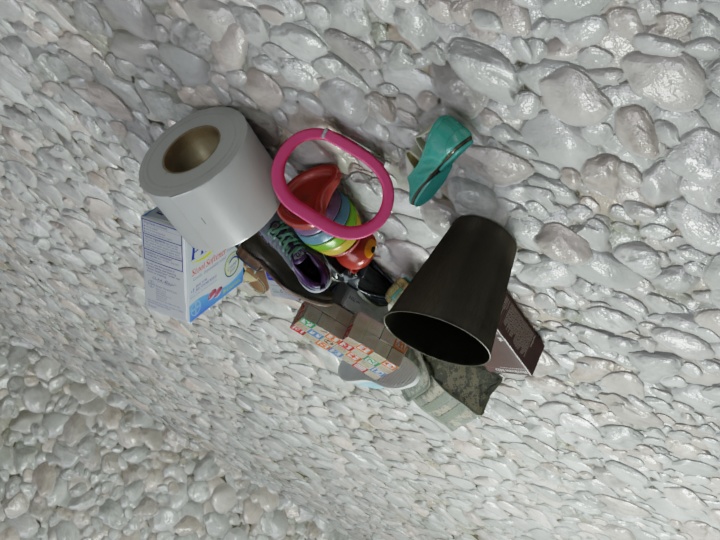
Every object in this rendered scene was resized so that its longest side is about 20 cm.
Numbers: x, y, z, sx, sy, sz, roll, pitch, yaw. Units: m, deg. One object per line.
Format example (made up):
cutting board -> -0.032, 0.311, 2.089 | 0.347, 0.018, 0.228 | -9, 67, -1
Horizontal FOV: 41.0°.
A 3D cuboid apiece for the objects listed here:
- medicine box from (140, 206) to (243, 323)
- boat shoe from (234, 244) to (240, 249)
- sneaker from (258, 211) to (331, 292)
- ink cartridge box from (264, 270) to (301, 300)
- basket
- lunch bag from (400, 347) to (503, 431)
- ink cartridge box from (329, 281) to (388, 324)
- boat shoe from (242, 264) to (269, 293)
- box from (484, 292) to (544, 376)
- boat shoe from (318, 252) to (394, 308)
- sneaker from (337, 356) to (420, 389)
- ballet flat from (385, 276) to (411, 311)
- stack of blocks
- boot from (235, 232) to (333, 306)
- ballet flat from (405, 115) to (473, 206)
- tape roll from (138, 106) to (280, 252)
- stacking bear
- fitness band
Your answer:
medicine box -> -0.308, -0.037, 1.791 | 0.103, 0.182, 0.201 | 18, 123, 22
boat shoe -> -0.212, -0.102, 1.758 | 0.057, 0.068, 0.201 | 37, 140, 38
sneaker -> -0.115, -0.050, 1.659 | 0.200, 0.074, 0.088 | 51, 177, -4
ink cartridge box -> -0.156, -0.043, 1.807 | 0.095, 0.037, 0.201 | 6, 117, 52
basket -> 0.158, 0.026, 1.503 | 0.180, 0.200, 0.136 | 14, 151, 28
lunch bag -> 0.157, 0.216, 1.934 | 0.200, 0.118, 0.164 | 37, 153, -2
ink cartridge box -> -0.012, 0.092, 1.911 | 0.146, 0.086, 0.200 | 36, 151, -17
boat shoe -> -0.245, -0.012, 1.969 | 0.075, 0.074, 0.200 | 13, 149, 30
box -> 0.234, 0.100, 1.702 | 0.100, 0.075, 0.200 | 1, 144, 43
boat shoe -> -0.001, 0.002, 1.758 | 0.066, 0.075, 0.199 | -9, 135, 48
sneaker -> 0.052, 0.203, 1.930 | 0.199, 0.074, 0.082 | 3, 169, 43
ballet flat -> 0.088, 0.075, 1.769 | 0.070, 0.071, 0.200 | 17, 162, 23
stack of blocks -> -0.021, 0.121, 1.807 | 0.200, 0.059, 0.115 | 31, 154, -10
boot -> -0.119, -0.019, 1.726 | 0.199, 0.097, 0.075 | 31, -163, -1
ballet flat -> 0.103, -0.164, 1.394 | 0.070, 0.067, 0.200 | 52, 154, 8
tape roll -> -0.243, -0.152, 1.585 | 0.202, 0.203, 0.139 | 8, 146, 35
stacking bear -> -0.042, -0.073, 1.639 | 0.113, 0.122, 0.200 | 2, 150, 39
fitness band -> -0.042, -0.134, 1.492 | 0.199, 0.144, 0.037 | 31, -170, -2
